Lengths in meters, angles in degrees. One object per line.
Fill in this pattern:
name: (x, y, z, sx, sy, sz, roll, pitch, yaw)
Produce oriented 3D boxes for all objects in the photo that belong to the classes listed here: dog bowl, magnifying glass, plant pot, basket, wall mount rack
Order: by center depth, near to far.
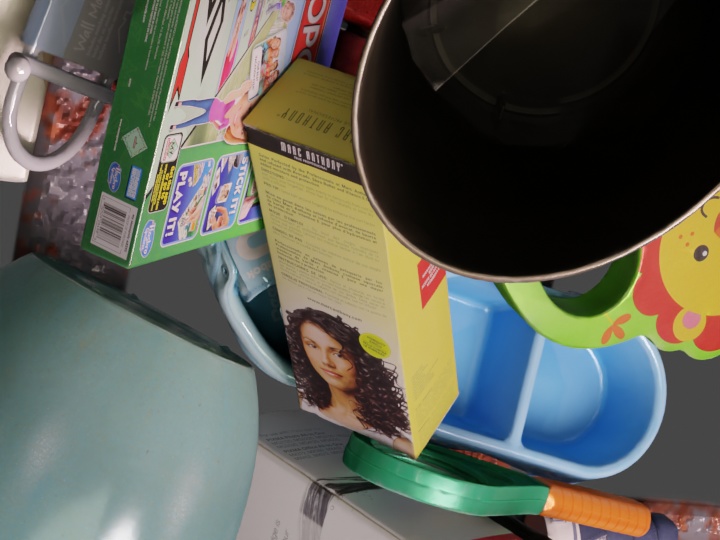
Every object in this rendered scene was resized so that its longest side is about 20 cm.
basket: (0.076, -0.102, 0.705, 0.180, 0.200, 0.136, -42, 103, 12)
wall mount rack: (-0.099, -0.131, 0.753, 0.173, 0.074, 0.202, 15, 97, -64)
plant pot: (-0.141, 0.090, 0.866, 0.199, 0.200, 0.162, 29, 88, -26)
magnifying glass: (0.076, 0.116, 0.940, 0.198, 0.079, 0.023, 15, 96, -35)
dog bowl: (0.084, 0.055, 0.981, 0.198, 0.049, 0.113, 18, 83, -24)

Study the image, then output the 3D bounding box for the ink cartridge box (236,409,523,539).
ink cartridge box: (-0.001, 0.180, 0.936, 0.083, 0.199, 0.147, -3, 115, -47)

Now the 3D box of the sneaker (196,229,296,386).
sneaker: (-0.054, -0.029, 0.903, 0.073, 0.082, 0.201, -28, 118, -7)

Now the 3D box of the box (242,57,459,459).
box: (0.000, 0.000, 0.831, 0.050, 0.075, 0.201, -51, 149, -33)

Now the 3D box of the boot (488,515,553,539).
boot: (0.066, 0.212, 0.997, 0.073, 0.150, 0.202, -9, 112, -37)

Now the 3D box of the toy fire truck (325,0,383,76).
toy fire truck: (0.059, -0.150, 0.839, 0.198, 0.112, 0.170, 21, 84, -6)

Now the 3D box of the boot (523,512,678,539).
boot: (0.134, 0.239, 1.077, 0.089, 0.073, 0.202, 5, 108, -14)

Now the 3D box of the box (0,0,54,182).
box: (-0.174, -0.152, 0.810, 0.077, 0.095, 0.202, 9, 109, -22)

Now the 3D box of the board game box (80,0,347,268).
board game box: (-0.050, -0.108, 0.761, 0.134, 0.029, 0.202, -19, 129, -59)

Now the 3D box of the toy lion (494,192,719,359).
toy lion: (0.164, -0.027, 0.947, 0.199, 0.069, 0.193, -32, 122, -7)
